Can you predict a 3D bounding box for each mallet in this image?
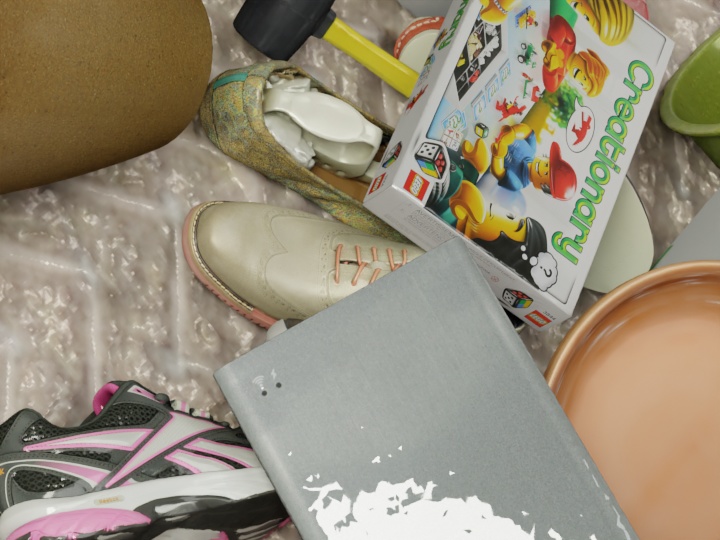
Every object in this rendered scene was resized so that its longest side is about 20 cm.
[{"bbox_3d":[0.030,-0.114,1.346,0.199,0.066,0.041,27,14,-10],"label":"mallet"}]

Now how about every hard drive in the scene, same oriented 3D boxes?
[{"bbox_3d":[0.037,0.103,1.163,0.139,0.033,0.200,-29,75,-5],"label":"hard drive"}]

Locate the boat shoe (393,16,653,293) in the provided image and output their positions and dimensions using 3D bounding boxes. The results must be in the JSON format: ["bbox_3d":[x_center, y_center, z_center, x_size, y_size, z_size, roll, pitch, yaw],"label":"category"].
[{"bbox_3d":[0.095,-0.070,1.408,0.200,0.071,0.063,44,11,-12],"label":"boat shoe"}]

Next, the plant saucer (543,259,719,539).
[{"bbox_3d":[0.181,0.095,1.296,0.199,0.037,0.201,0,90,-15],"label":"plant saucer"}]

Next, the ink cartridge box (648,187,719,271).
[{"bbox_3d":[0.259,0.058,1.422,0.200,0.084,0.146,41,89,-16],"label":"ink cartridge box"}]

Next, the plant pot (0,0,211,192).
[{"bbox_3d":[-0.173,-0.112,1.167,0.200,0.186,0.187,7,68,-48],"label":"plant pot"}]

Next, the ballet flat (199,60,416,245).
[{"bbox_3d":[0.005,-0.058,1.337,0.200,0.071,0.071,27,59,-25],"label":"ballet flat"}]

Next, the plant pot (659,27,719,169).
[{"bbox_3d":[0.316,-0.068,1.503,0.200,0.200,0.190,-47,114,-37],"label":"plant pot"}]

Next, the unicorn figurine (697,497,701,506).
[{"bbox_3d":[0.223,0.170,1.369,0.074,0.199,0.138,-83,169,-66],"label":"unicorn figurine"}]

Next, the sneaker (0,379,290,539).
[{"bbox_3d":[-0.096,0.091,1.203,0.200,0.080,0.087,-4,64,-42],"label":"sneaker"}]

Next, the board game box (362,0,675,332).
[{"bbox_3d":[0.090,-0.083,1.333,0.126,0.035,0.200,35,58,-18],"label":"board game box"}]

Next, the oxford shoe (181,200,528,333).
[{"bbox_3d":[0.000,0.000,1.304,0.199,0.074,0.071,18,63,-29],"label":"oxford shoe"}]

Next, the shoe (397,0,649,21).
[{"bbox_3d":[0.095,-0.186,1.451,0.200,0.071,0.091,19,61,-35],"label":"shoe"}]

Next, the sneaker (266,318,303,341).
[{"bbox_3d":[0.039,0.058,1.291,0.200,0.082,0.077,27,23,-33],"label":"sneaker"}]
